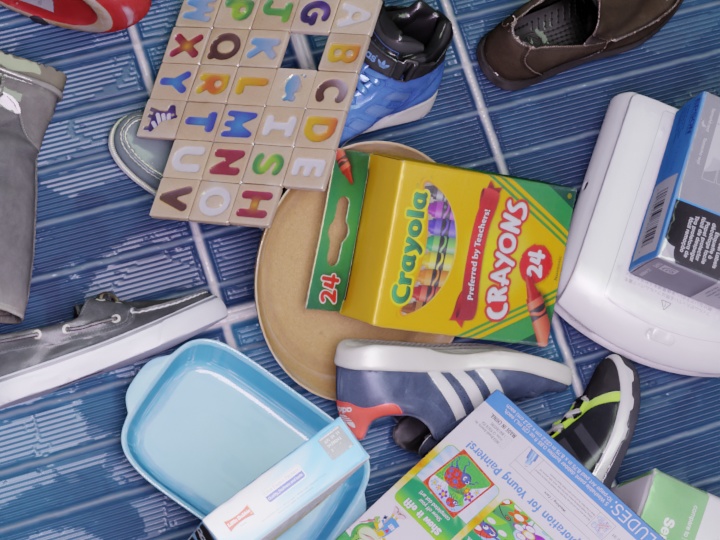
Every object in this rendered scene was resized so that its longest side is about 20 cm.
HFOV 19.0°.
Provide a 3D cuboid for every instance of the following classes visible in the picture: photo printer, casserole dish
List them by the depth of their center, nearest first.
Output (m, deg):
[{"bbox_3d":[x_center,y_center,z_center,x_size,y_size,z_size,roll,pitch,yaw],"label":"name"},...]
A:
[{"bbox_3d":[-0.088,0.139,1.610,0.200,0.039,0.121,36,71,-3],"label":"casserole dish"},{"bbox_3d":[0.246,-0.021,1.712,0.166,0.069,0.200,22,72,-8],"label":"photo printer"}]

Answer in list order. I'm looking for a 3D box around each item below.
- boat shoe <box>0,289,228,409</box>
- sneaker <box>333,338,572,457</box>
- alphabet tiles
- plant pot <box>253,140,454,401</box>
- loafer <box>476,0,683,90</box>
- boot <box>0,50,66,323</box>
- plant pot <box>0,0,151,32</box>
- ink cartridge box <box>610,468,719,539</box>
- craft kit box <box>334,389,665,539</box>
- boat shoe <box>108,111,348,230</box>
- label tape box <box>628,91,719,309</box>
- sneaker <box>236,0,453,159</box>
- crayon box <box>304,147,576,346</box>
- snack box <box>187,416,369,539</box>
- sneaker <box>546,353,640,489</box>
[{"bbox_3d":[-0.197,0.047,1.592,0.200,0.069,0.057,-20,86,-15],"label":"boat shoe"},{"bbox_3d":[0.068,0.099,1.637,0.200,0.075,0.085,4,92,-25],"label":"sneaker"},{"bbox_3d":[-0.085,-0.123,1.611,0.167,0.008,0.200,5,64,24],"label":"alphabet tiles"},{"bbox_3d":[0.000,0.000,1.631,0.200,0.027,0.200,-7,103,-32],"label":"plant pot"},{"bbox_3d":[0.190,-0.208,1.747,0.200,0.071,0.073,-31,84,-18],"label":"loafer"},{"bbox_3d":[-0.316,-0.073,1.605,0.182,0.073,0.200,15,79,-7],"label":"boot"},{"bbox_3d":[-0.214,-0.286,1.612,0.200,0.200,0.183,19,79,-7],"label":"plant pot"},{"bbox_3d":[0.272,0.234,1.610,0.200,0.145,0.088,23,72,-6],"label":"ink cartridge box"},{"bbox_3d":[0.095,0.215,1.521,0.198,0.049,0.200,-40,56,-11],"label":"craft kit box"},{"bbox_3d":[-0.096,-0.075,1.651,0.200,0.062,0.073,25,71,-6],"label":"boat shoe"},{"bbox_3d":[0.324,-0.033,1.664,0.200,0.066,0.143,21,73,-7],"label":"label tape box"},{"bbox_3d":[-0.010,-0.144,1.637,0.200,0.111,0.077,-25,60,-33],"label":"sneaker"},{"bbox_3d":[0.062,-0.016,1.621,0.200,0.051,0.127,7,96,-33],"label":"crayon box"},{"bbox_3d":[-0.066,0.166,1.482,0.116,0.200,0.037,-36,84,-18],"label":"snack box"},{"bbox_3d":[0.150,0.146,1.645,0.083,0.072,0.200,24,72,-5],"label":"sneaker"}]
